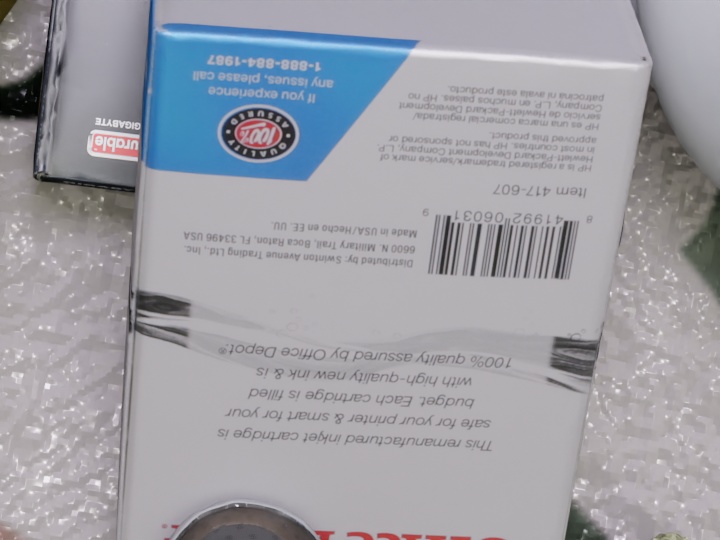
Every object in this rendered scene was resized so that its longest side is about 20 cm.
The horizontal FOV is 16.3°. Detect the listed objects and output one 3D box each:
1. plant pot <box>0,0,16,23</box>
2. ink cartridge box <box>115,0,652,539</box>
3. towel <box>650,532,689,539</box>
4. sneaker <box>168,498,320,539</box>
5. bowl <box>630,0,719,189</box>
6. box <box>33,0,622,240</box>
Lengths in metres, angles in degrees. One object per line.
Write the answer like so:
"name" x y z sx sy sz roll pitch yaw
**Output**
"plant pot" -0.231 -0.059 0.755 0.194 0.196 0.200 29 93 -7
"ink cartridge box" 0.000 0.000 0.791 0.146 0.084 0.200 3 122 -7
"towel" 0.090 0.196 0.845 0.148 0.036 0.200 -29 113 -8
"sneaker" -0.019 0.159 0.733 0.077 0.082 0.200 -9 73 -5
"bowl" 0.146 -0.101 0.828 0.201 0.090 0.201 -8 100 -50
"box" -0.004 -0.097 0.850 0.200 0.046 0.159 7 90 -8
